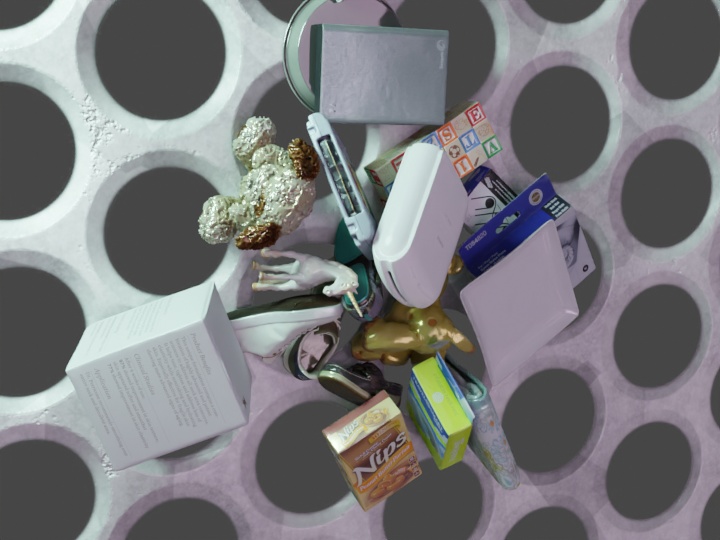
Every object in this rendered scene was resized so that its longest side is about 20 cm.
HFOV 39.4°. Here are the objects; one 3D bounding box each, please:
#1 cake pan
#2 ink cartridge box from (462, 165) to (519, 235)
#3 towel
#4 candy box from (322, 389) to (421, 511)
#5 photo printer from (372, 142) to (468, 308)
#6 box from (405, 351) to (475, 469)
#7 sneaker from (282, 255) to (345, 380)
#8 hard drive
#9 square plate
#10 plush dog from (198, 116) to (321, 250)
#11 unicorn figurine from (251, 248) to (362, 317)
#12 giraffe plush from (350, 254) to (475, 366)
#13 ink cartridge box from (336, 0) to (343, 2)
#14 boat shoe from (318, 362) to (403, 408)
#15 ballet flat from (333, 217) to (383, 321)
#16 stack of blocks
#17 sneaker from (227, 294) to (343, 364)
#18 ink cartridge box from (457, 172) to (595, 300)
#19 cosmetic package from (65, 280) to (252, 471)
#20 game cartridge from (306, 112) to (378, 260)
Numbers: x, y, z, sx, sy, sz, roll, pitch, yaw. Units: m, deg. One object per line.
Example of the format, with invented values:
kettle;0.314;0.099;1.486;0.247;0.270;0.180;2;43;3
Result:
cake pan;-0.016;-0.321;1.495;0.199;0.037;0.202;-4;103;-19
ink cartridge box;0.237;-0.070;1.633;0.200;0.044;0.094;41;86;-23
towel;0.183;0.233;1.594;0.048;0.200;0.172;-28;111;-5
candy box;0.021;0.285;1.575;0.115;0.055;0.201;-32;141;-11
photo printer;0.085;-0.055;1.437;0.201;0.069;0.167;-69;152;-21
box;0.121;0.220;1.553;0.047;0.200;0.122;-24;65;-13
sneaker;-0.050;0.079;1.536;0.067;0.090;0.201;25;92;-22
hard drive;0.032;-0.286;1.481;0.198;0.033;0.141;-2;102;-20
square plate;0.244;0.049;1.556;0.198;0.028;0.201;-36;126;-18
plush dog;-0.120;-0.101;1.429;0.160;0.172;0.201;26;91;-23
unicorn figurine;-0.082;0.007;1.448;0.136;0.200;0.074;6;96;-15
giraffe plush;0.082;0.051;1.553;0.172;0.200;0.163;12;69;-31
ink cartridge box;-0.006;-0.509;1.455;0.160;0.050;0.201;-27;89;-21
boat shoe;0.004;0.174;1.568;0.201;0.071;0.066;37;66;-49
ballet flat;0.000;0.000;1.505;0.071;0.201;0.072;-2;135;-2
stack of blocks;0.119;-0.162;1.564;0.199;0.059;0.116;-35;110;-10
sneaker;-0.111;0.089;1.497;0.199;0.073;0.085;-11;105;20
ink cartridge box;0.268;-0.018;1.592;0.199;0.041;0.201;-40;126;-11
cosmetic package;-0.272;0.144;1.406;0.199;0.166;0.168;-19;108;2
game cartridge;-0.018;-0.117;1.445;0.041;0.133;0.201;-23;76;2
